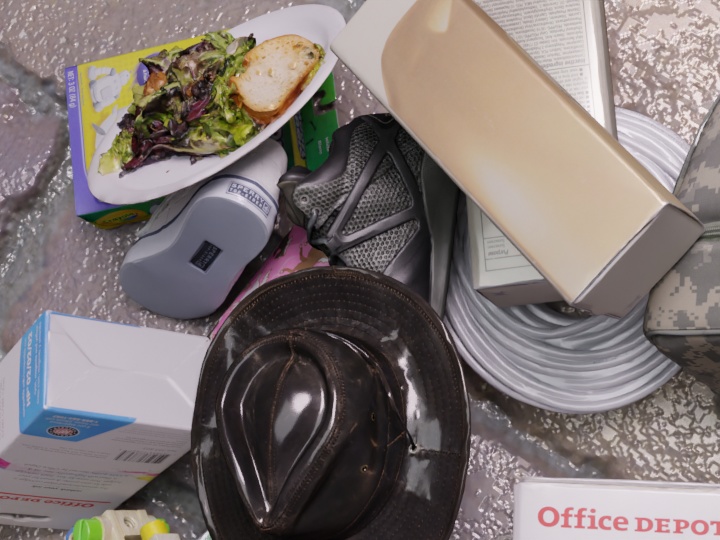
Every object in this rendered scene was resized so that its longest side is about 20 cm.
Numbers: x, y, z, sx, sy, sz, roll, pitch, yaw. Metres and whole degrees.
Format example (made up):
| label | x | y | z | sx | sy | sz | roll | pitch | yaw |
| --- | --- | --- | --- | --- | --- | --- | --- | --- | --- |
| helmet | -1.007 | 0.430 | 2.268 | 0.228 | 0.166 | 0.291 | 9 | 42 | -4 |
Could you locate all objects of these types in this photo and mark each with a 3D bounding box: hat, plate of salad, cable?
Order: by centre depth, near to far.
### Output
| label | x | y | z | sx | sy | sz | roll | pitch | yaw |
| --- | --- | --- | --- | --- | --- | --- | --- | --- | --- |
| hat | -0.032 | 0.095 | 0.747 | 0.197 | 0.081 | 0.204 | -2 | 84 | 21 |
| plate of salad | -0.099 | -0.118 | 0.861 | 0.198 | 0.048 | 0.201 | -25 | 33 | 17 |
| cable | 0.140 | -0.009 | 0.868 | 0.197 | 0.069 | 0.203 | 10 | 84 | 16 |

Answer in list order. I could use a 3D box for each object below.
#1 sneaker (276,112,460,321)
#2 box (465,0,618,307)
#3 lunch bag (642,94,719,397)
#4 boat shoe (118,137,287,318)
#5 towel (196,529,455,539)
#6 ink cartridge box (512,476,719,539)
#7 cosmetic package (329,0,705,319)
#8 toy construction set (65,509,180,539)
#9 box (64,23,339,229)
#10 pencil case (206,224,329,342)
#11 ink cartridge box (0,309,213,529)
| label | x | y | z | sx | sy | sz | roll | pitch | yaw |
| --- | --- | --- | --- | --- | --- | --- | --- | --- | --- |
| sneaker | 0.000 | 0.000 | 0.825 | 0.112 | 0.076 | 0.203 | 5 | 88 | -2 |
| box | 0.110 | -0.085 | 0.811 | 0.093 | 0.078 | 0.204 | -5 | 80 | 15 |
| lunch bag | 0.268 | -0.008 | 0.763 | 0.138 | 0.199 | 0.170 | -10 | 59 | 50 |
| boat shoe | -0.102 | -0.037 | 0.903 | 0.074 | 0.202 | 0.087 | 30 | 58 | -12 |
| towel | -0.009 | 0.211 | 0.889 | 0.200 | 0.031 | 0.149 | 44 | 94 | 18 |
| ink cartridge box | 0.166 | 0.231 | 0.810 | 0.144 | 0.083 | 0.204 | 0 | 81 | 15 |
| cosmetic package | 0.084 | -0.071 | 0.716 | 0.071 | 0.105 | 0.200 | -47 | 69 | 13 |
| toy construction set | -0.145 | 0.243 | 0.879 | 0.131 | 0.092 | 0.201 | -42 | 73 | 26 |
| box | -0.113 | -0.107 | 0.965 | 0.197 | 0.048 | 0.119 | -11 | 77 | 11 |
| pencil case | -0.042 | 0.035 | 0.904 | 0.083 | 0.087 | 0.201 | 40 | 92 | -19 |
| ink cartridge box | -0.192 | 0.105 | 0.877 | 0.200 | 0.114 | 0.069 | -39 | 48 | 45 |
